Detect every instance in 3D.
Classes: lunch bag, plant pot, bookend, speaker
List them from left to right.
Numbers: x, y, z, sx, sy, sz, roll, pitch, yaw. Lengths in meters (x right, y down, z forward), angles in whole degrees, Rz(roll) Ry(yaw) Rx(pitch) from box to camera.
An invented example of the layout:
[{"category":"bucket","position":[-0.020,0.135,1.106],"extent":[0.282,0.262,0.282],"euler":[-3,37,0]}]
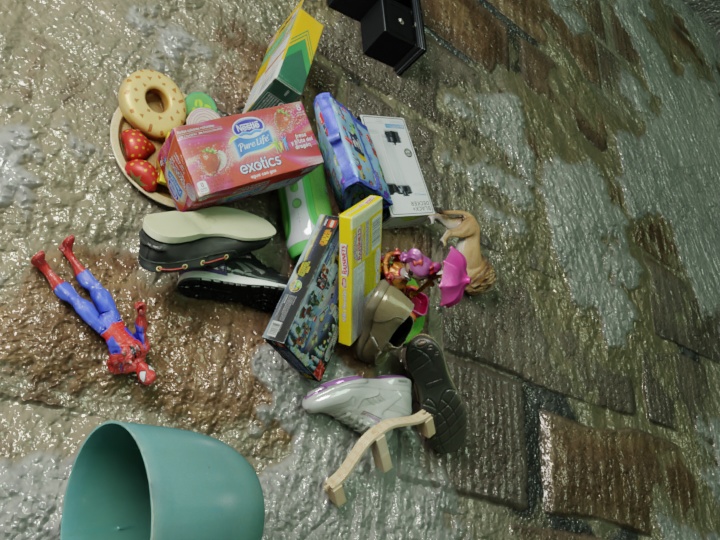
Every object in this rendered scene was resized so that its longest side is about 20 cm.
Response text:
[{"category":"plant pot","position":[-0.201,0.266,0.671],"extent":[0.160,0.199,0.204],"euler":[15,61,-45]},{"category":"speaker","position":[-0.090,-0.116,0.997],"extent":[0.087,0.088,0.203],"euler":[1,70,-38]},{"category":"lunch bag","position":[-0.026,-0.182,1.005],"extent":[0.200,0.093,0.153],"euler":[36,35,-76]},{"category":"bookend","position":[0.023,-0.534,1.271],"extent":[0.198,0.092,0.202],"euler":[12,64,-33]}]

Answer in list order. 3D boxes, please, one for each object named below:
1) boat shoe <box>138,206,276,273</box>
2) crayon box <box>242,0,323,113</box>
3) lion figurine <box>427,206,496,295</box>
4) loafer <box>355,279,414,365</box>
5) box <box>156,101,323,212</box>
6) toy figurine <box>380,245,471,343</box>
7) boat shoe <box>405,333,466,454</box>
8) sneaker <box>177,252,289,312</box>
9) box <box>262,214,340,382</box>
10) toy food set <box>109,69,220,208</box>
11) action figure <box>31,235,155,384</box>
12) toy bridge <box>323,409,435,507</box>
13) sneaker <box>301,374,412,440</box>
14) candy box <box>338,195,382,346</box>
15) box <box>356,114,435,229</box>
[{"category":"boat shoe","position":[-0.199,-0.040,0.826],"extent":[0.074,0.064,0.200],"euler":[40,31,29]},{"category":"crayon box","position":[-0.126,-0.340,1.041],"extent":[0.051,0.125,0.202],"euler":[28,55,-25]},{"category":"lion figurine","position":[0.196,-0.038,1.162],"extent":[0.121,0.072,0.203],"euler":[-17,118,-18]},{"category":"loafer","position":[0.039,0.093,0.940],"extent":[0.067,0.201,0.076],"euler":[28,63,16]},{"category":"box","position":[-0.165,-0.155,0.866],"extent":[0.198,0.099,0.097],"euler":[-22,91,-32]},{"category":"toy figurine","position":[0.085,0.011,1.013],"extent":[0.199,0.183,0.152],"euler":[34,53,-21]},{"category":"boat shoe","position":[0.125,0.196,1.031],"extent":[0.074,0.074,0.203],"euler":[-80,156,-81]},{"category":"sneaker","position":[-0.160,-0.002,0.899],"extent":[0.198,0.076,0.089],"euler":[15,56,-33]},{"category":"box","position":[-0.058,0.041,0.907],"extent":[0.202,0.039,0.137],"euler":[-67,152,-22]},{"category":"toy food set","position":[-0.262,-0.184,0.914],"extent":[0.196,0.048,0.203],"euler":[17,60,-32]},{"category":"action figure","position":[-0.299,0.048,0.741],"extent":[0.065,0.099,0.201],"euler":[-40,99,-41]},{"category":"toy bridge","position":[0.027,0.260,0.910],"extent":[0.198,0.027,0.068],"euler":[-28,120,-29]},{"category":"sneaker","position":[0.006,0.208,0.933],"extent":[0.198,0.075,0.101],"euler":[5,71,-36]},{"category":"candy box","position":[0.000,0.000,0.928],"extent":[0.102,0.026,0.203],"euler":[-36,134,-53]},{"category":"box","position":[0.053,-0.180,1.157],"extent":[0.115,0.060,0.203],"euler":[-5,74,-40]}]
